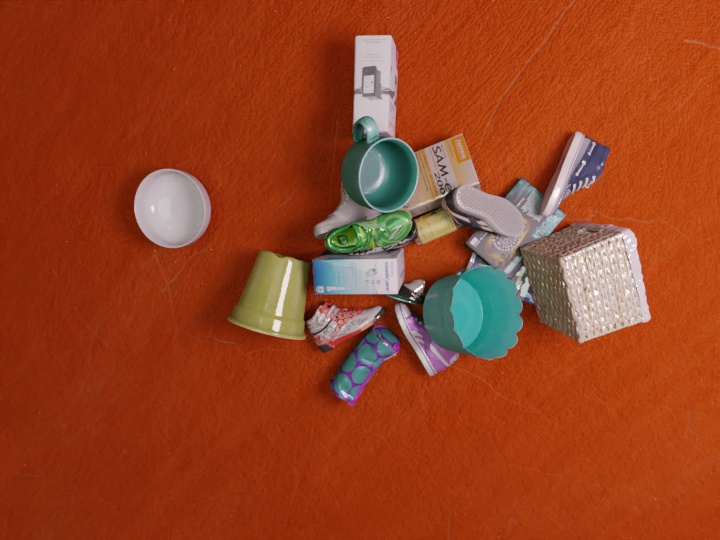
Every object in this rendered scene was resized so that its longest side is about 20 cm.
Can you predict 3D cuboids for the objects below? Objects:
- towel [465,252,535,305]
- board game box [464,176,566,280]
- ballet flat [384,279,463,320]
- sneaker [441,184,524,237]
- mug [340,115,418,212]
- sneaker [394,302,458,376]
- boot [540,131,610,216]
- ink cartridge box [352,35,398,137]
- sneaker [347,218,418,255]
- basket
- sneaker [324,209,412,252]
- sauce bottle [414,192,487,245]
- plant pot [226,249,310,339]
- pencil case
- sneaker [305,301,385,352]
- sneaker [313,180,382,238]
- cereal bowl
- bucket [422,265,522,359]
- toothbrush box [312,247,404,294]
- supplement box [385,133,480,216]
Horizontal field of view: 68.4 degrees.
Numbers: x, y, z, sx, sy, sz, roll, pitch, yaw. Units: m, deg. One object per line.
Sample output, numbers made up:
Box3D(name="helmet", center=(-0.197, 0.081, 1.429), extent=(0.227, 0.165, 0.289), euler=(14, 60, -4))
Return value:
Box3D(name="towel", center=(0.358, -0.015, 1.250), extent=(0.198, 0.024, 0.148), euler=(23, 103, 7))
Box3D(name="board game box", center=(0.353, -0.093, 1.213), extent=(0.135, 0.028, 0.200), euler=(41, 91, 5))
Box3D(name="ballet flat", center=(0.159, 0.063, 1.285), extent=(0.198, 0.068, 0.069), euler=(21, 92, -3))
Box3D(name="sneaker", center=(0.269, -0.129, 1.171), extent=(0.198, 0.079, 0.079), euler=(25, 75, -22))
Box3D(name="mug", center=(0.036, -0.226, 1.140), extent=(0.150, 0.114, 0.188), euler=(3, 103, -31))
Box3D(name="sneaker", center=(0.169, 0.146, 1.293), extent=(0.114, 0.073, 0.202), euler=(-31, 102, 10))
Box3D(name="boot", center=(0.473, -0.199, 1.161), extent=(0.089, 0.073, 0.202), euler=(24, 89, 3))
Box3D(name="ink cartridge box", center=(0.036, -0.403, 1.194), extent=(0.082, 0.145, 0.203), euler=(3, 99, 10))
Box3D(name="sneaker", center=(0.046, -0.070, 1.227), extent=(0.198, 0.090, 0.067), euler=(-13, 76, 20))
Box3D(name="basket", center=(0.465, 0.018, 1.117), extent=(0.159, 0.198, 0.202), euler=(-19, 102, -6))
Box3D(name="sneaker", center=(0.017, -0.075, 1.133), extent=(0.198, 0.084, 0.075), euler=(-17, 97, 9))
Box3D(name="sauce bottle", center=(0.212, -0.123, 1.244), extent=(0.198, 0.066, 0.067), euler=(-23, 93, 11))
Box3D(name="plant pot", center=(-0.208, 0.052, 1.303), extent=(0.198, 0.200, 0.187), euler=(14, 89, 9))
Box3D(name="pencil case", center=(0.011, 0.235, 1.325), extent=(0.092, 0.085, 0.201), euler=(46, 107, 31))
Box3D(name="sneaker", center=(-0.044, 0.115, 1.328), extent=(0.200, 0.067, 0.109), euler=(-32, 94, 17))
Box3D(name="sneaker", center=(-0.042, -0.149, 1.245), extent=(0.073, 0.199, 0.117), euler=(-21, 90, 53))
Box3D(name="cereal bowl", center=(-0.472, -0.161, 1.364), extent=(0.197, 0.083, 0.203), euler=(2, 99, 11))
Box3D(name="bucket", center=(0.249, 0.094, 1.192), extent=(0.205, 0.134, 0.210), euler=(2, 84, -25))
Box3D(name="toothbrush box", center=(0.000, 0.000, 1.260), extent=(0.197, 0.146, 0.087), euler=(0, 102, 12))
Box3D(name="supplement box", center=(0.163, -0.212, 1.220), extent=(0.198, 0.073, 0.128), euler=(-20, 78, 13))
